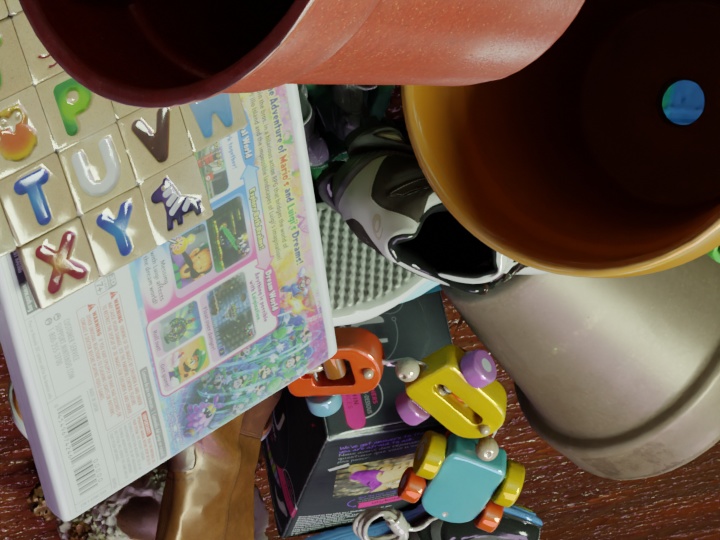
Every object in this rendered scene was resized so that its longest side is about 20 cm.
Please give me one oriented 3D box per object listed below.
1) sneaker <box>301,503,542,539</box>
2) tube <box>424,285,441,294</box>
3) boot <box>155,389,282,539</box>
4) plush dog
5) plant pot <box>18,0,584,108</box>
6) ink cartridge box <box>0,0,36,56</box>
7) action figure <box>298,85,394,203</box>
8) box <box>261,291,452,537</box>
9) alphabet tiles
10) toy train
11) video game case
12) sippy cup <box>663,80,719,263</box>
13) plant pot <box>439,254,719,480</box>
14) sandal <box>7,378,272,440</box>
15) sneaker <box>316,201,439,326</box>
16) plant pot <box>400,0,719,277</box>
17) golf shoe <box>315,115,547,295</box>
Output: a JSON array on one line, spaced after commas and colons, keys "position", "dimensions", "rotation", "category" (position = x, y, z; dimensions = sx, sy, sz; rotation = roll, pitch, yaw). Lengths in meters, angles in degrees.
[{"position": [0.040, 0.216, 1.487], "dimensions": [0.199, 0.083, 0.071], "rotation": [-19, 157, 11], "category": "sneaker"}, {"position": [-0.023, 0.006, 1.274], "dimensions": [0.199, 0.051, 0.077], "rotation": [-14, 176, -42], "category": "tube"}, {"position": [-0.128, 0.130, 1.351], "dimensions": [0.068, 0.201, 0.188], "rotation": [15, -171, 30], "category": "boot"}, {"position": [-0.163, 0.194, 1.607], "dimensions": [0.171, 0.161, 0.200], "rotation": [-10, 131, 27], "category": "plush dog"}, {"position": [-0.011, -0.158, 0.844], "dimensions": [0.200, 0.202, 0.195], "rotation": [-32, 158, 35], "category": "plant pot"}, {"position": [-0.190, -0.048, 0.969], "dimensions": [0.117, 0.067, 0.201], "rotation": [-30, 134, -26], "category": "ink cartridge box"}, {"position": [-0.015, -0.070, 1.176], "dimensions": [0.118, 0.055, 0.200], "rotation": [-26, 162, -5], "category": "action figure"}, {"position": [-0.004, 0.096, 1.456], "dimensions": [0.105, 0.123, 0.200], "rotation": [-6, 154, -15], "category": "box"}, {"position": [-0.134, -0.091, 0.923], "dimensions": [0.166, 0.006, 0.201], "rotation": [-30, 119, -27], "category": "alphabet tiles"}, {"position": [0.026, 0.091, 1.314], "dimensions": [0.149, 0.056, 0.201], "rotation": [-8, 131, 17], "category": "toy train"}, {"position": [-0.097, 0.005, 1.025], "dimensions": [0.182, 0.024, 0.201], "rotation": [-31, 133, -27], "category": "video game case"}, {"position": [0.263, -0.090, 1.207], "dimensions": [0.130, 0.140, 0.178], "rotation": [-9, 168, -37], "category": "sippy cup"}, {"position": [0.140, 0.010, 1.300], "dimensions": [0.200, 0.201, 0.174], "rotation": [-31, 134, 33], "category": "plant pot"}, {"position": [-0.142, 0.079, 1.407], "dimensions": [0.206, 0.079, 0.059], "rotation": [3, 142, -35], "category": "sandal"}, {"position": [0.000, 0.000, 1.196], "dimensions": [0.199, 0.074, 0.082], "rotation": [-17, 161, -35], "category": "sneaker"}, {"position": [0.146, -0.096, 1.070], "dimensions": [0.199, 0.201, 0.183], "rotation": [-24, 170, 21], "category": "plant pot"}, {"position": [0.072, -0.017, 1.127], "dimensions": [0.199, 0.095, 0.078], "rotation": [8, 124, -31], "category": "golf shoe"}]
